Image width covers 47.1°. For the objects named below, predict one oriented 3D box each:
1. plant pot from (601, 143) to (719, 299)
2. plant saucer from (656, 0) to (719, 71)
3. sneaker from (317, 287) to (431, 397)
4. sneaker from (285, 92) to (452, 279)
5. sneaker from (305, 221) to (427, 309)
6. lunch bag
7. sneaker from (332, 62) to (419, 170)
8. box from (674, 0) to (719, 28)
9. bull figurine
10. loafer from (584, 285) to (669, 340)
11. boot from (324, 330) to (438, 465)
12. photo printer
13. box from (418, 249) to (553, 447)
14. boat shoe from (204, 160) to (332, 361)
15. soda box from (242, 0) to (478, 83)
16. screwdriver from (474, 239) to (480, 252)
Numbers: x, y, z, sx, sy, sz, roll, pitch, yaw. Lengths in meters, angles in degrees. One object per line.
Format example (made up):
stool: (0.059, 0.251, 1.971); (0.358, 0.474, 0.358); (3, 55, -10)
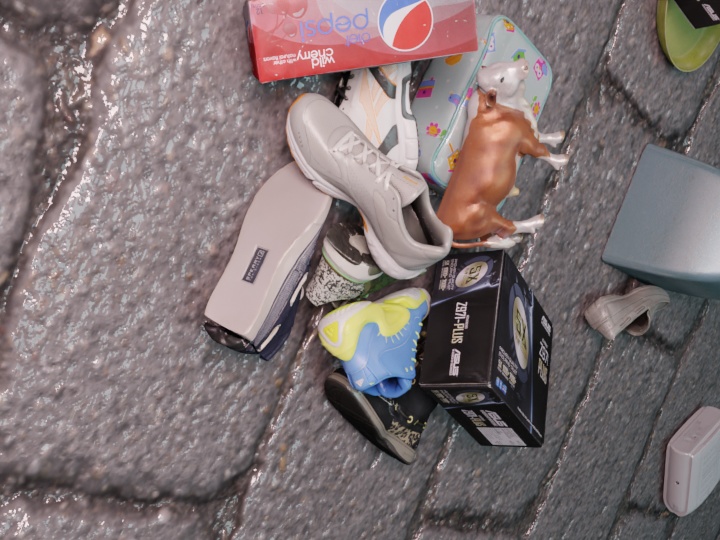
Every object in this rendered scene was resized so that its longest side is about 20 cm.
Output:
plant pot: (0.532, -0.056, 1.282); (0.195, 0.199, 0.198); (19, 95, -46)
plant saucer: (0.489, -0.398, 1.216); (0.198, 0.031, 0.203); (-20, 121, -38)
sneaker: (0.030, 0.083, 0.896); (0.199, 0.075, 0.106); (-12, 77, -55)
sneaker: (0.016, -0.086, 0.752); (0.201, 0.092, 0.076); (50, 62, -12)
sneaker: (0.000, 0.000, 0.877); (0.089, 0.077, 0.199); (-47, 159, 20)
lunch bag: (0.131, -0.169, 0.928); (0.160, 0.077, 0.202); (25, 89, -48)
sneaker: (0.009, -0.186, 0.805); (0.079, 0.074, 0.203); (-9, 105, -10)
box: (0.479, -0.457, 1.094); (0.164, 0.086, 0.201); (42, 76, -23)
bull figurine: (0.145, -0.113, 0.850); (0.120, 0.065, 0.202); (17, 108, -13)
loafer: (0.437, 0.072, 1.326); (0.198, 0.070, 0.070); (-11, 151, -37)
boot: (0.046, 0.125, 0.976); (0.155, 0.073, 0.204); (-54, 140, -16)
photo printer: (0.707, 0.410, 1.746); (0.165, 0.069, 0.202); (-32, 128, -31)
box: (0.156, 0.098, 0.978); (0.200, 0.085, 0.166); (48, 46, -48)
boat shoe: (-0.080, -0.008, 0.808); (0.202, 0.074, 0.093); (-60, 160, -14)
soda box: (0.000, -0.214, 0.724); (0.197, 0.063, 0.071); (-10, 109, -9)
screwdriver: (0.146, -0.033, 1.032); (0.029, 0.027, 0.203); (-48, 146, -59)
